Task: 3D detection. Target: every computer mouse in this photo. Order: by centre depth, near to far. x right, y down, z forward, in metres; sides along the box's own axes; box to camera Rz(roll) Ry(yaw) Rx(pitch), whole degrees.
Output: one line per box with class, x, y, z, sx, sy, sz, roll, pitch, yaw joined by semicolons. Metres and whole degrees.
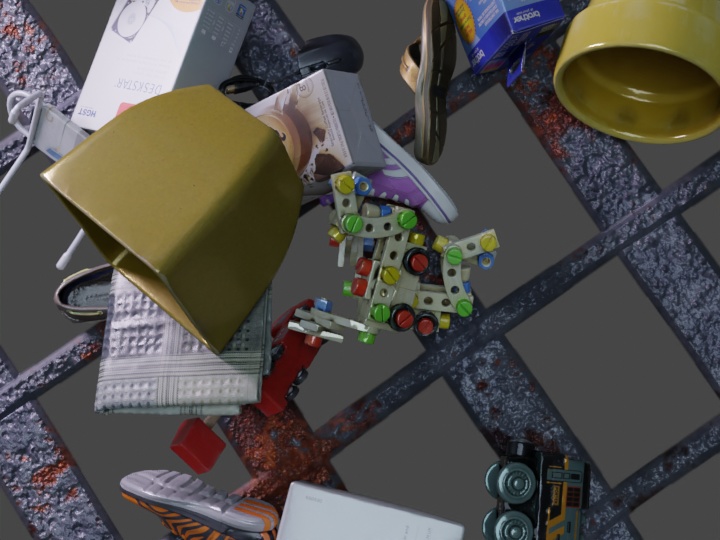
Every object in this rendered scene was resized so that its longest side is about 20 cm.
computer mouse;-0.075;-0.228;1.580;0.199;0.034;0.059;-26;104;-29

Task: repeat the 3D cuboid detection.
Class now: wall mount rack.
wall mount rack;-0.357;-0.107;1.588;0.199;0.174;0.075;37;46;8

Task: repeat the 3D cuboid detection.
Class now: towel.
towel;-0.188;0.064;1.501;0.198;0.035;0.194;-4;66;16

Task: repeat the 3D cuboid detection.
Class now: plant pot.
plant pot;-0.172;-0.072;1.437;0.194;0.196;0.200;37;75;27
plant pot;0.333;-0.274;1.541;0.199;0.201;0.190;14;68;4

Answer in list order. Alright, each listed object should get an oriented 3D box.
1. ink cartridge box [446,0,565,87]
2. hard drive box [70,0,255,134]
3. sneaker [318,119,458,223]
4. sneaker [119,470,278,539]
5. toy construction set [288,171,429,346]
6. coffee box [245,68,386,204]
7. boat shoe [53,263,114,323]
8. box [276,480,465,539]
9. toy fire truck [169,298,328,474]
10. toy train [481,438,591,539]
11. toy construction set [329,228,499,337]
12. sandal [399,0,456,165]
ink cartridge box;0.158;-0.316;1.567;0.076;0.136;0.201;-20;82;-17
hard drive box;-0.228;-0.235;1.575;0.155;0.077;0.202;13;82;39
sneaker;0.015;-0.099;1.591;0.200;0.073;0.114;42;93;14
sneaker;-0.189;0.299;1.537;0.198;0.077;0.113;15;106;24
toy construction set;0.000;0.000;1.473;0.130;0.092;0.201;14;107;-21
coffee box;-0.084;-0.134;1.545;0.199;0.080;0.114;-23;80;30
boat shoe;-0.255;0.016;1.585;0.198;0.060;0.073;-12;81;1
box;-0.002;0.349;1.494;0.198;0.131;0.201;13;83;4
toy fire truck;-0.120;0.128;1.545;0.049;0.141;0.201;46;47;-17
toy train;0.196;0.290;1.522;0.113;0.085;0.202;5;83;-7
toy construction set;0.054;0.002;1.558;0.198;0.092;0.132;10;107;11
sandal;0.073;-0.224;1.604;0.054;0.080;0.202;4;86;24
